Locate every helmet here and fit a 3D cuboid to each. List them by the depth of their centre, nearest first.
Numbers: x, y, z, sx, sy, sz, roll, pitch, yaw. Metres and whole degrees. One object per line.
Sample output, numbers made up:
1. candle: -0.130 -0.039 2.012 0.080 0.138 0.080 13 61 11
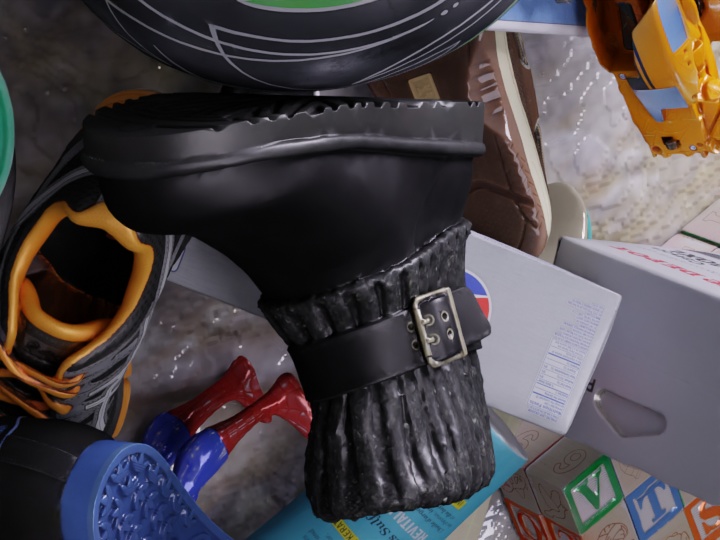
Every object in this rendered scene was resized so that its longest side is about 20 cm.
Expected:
1. helmet: -0.017 -0.158 1.073 0.199 0.200 0.192 4 101 -38

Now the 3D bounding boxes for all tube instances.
1. tube: -0.018 0.127 1.283 0.200 0.050 0.077 -43 98 6

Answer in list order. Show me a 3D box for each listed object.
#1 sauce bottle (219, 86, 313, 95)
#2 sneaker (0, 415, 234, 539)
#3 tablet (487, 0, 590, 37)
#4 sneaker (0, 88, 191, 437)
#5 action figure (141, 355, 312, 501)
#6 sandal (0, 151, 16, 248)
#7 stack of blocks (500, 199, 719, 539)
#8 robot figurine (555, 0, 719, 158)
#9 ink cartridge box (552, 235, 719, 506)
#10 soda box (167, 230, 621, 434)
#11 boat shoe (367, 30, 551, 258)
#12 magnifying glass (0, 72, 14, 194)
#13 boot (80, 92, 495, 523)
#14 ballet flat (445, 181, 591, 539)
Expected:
1. sauce bottle: -0.027 -0.153 1.200 0.064 0.065 0.201 0 105 -37
2. sneaker: -0.097 0.116 1.157 0.070 0.077 0.200 -62 152 -27
3. tablet: 0.075 -0.164 1.246 0.200 0.014 0.131 -5 96 -60
4. sneaker: -0.120 0.024 1.145 0.078 0.077 0.201 25 120 -1
5. action figure: -0.098 0.131 1.241 0.199 0.065 0.099 -33 114 -24
6. sandal: -0.167 0.023 1.084 0.075 0.045 0.201 13 98 -38
7. stack of blocks: 0.156 0.057 1.414 0.200 0.058 0.116 -37 124 -21
8. robot figurine: 0.125 -0.154 1.262 0.201 0.058 0.145 64 38 -40
9. ink cartridge box: 0.190 0.047 1.299 0.199 0.145 0.084 5 101 -41
10. soda box: 0.000 0.000 1.213 0.199 0.068 0.064 21 92 -9
11. boat shoe: 0.034 -0.099 1.273 0.075 0.074 0.204 -51 131 -68
12. magnifying glass: -0.170 -0.107 1.046 0.079 0.022 0.201 -8 82 -35
13. boot: -0.019 0.016 1.093 0.210 0.079 0.159 -3 95 -50
14. ballet flat: 0.044 0.052 1.323 0.069 0.069 0.201 15 95 -39
